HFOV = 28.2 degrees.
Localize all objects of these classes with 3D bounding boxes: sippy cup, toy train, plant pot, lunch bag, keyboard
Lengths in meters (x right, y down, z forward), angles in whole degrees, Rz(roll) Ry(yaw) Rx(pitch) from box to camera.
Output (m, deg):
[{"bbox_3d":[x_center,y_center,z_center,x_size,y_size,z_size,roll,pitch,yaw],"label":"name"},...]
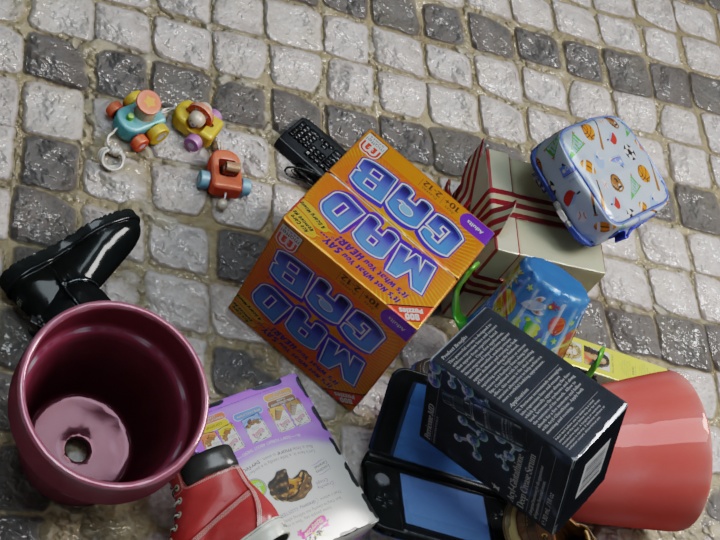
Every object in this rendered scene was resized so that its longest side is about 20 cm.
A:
[{"bbox_3d":[0.208,0.059,1.750,0.177,0.131,0.140,22,21,-23],"label":"sippy cup"},{"bbox_3d":[-0.228,-0.164,1.822,0.198,0.056,0.151,13,53,-20],"label":"toy train"},{"bbox_3d":[0.306,0.226,1.756,0.176,0.201,0.202,-1,58,-17],"label":"plant pot"},{"bbox_3d":[-0.275,0.156,1.486,0.198,0.179,0.202,11,61,-21],"label":"plant pot"},{"bbox_3d":[0.307,-0.112,1.837,0.199,0.075,0.161,-22,80,-50],"label":"lunch bag"},{"bbox_3d":[-0.022,-0.126,1.914,0.200,0.040,0.104,40,48,3],"label":"keyboard"}]

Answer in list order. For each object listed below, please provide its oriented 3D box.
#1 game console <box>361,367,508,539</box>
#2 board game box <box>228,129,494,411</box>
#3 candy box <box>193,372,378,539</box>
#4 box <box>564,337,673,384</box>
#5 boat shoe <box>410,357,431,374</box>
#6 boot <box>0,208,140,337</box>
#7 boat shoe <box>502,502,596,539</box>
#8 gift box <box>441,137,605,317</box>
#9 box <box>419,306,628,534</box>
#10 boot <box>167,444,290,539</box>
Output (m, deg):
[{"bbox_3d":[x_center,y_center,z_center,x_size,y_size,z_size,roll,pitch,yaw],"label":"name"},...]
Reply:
[{"bbox_3d":[0.113,0.232,1.679,0.199,0.119,0.171,17,31,-15],"label":"game console"},{"bbox_3d":[0.000,0.000,1.732,0.199,0.200,0.200,39,49,3],"label":"board game box"},{"bbox_3d":[-0.102,0.236,1.601,0.167,0.072,0.201,-17,67,-35],"label":"candy box"},{"bbox_3d":[0.310,0.140,1.883,0.198,0.075,0.050,18,49,-15],"label":"box"},{"bbox_3d":[0.160,0.136,1.806,0.198,0.072,0.073,10,54,-21],"label":"boat shoe"},{"bbox_3d":[-0.297,0.035,1.637,0.198,0.073,0.163,-31,73,-31],"label":"boot"},{"bbox_3d":[0.243,0.333,1.674,0.200,0.067,0.072,46,47,-33],"label":"boat shoe"},{"bbox_3d":[0.200,-0.050,1.879,0.185,0.200,0.186,11,48,-19],"label":"gift box"},{"bbox_3d":[0.177,0.166,1.599,0.199,0.149,0.107,35,55,25],"label":"box"},{"bbox_3d":[-0.191,0.277,1.493,0.199,0.072,0.145,-37,71,-7],"label":"boot"}]
